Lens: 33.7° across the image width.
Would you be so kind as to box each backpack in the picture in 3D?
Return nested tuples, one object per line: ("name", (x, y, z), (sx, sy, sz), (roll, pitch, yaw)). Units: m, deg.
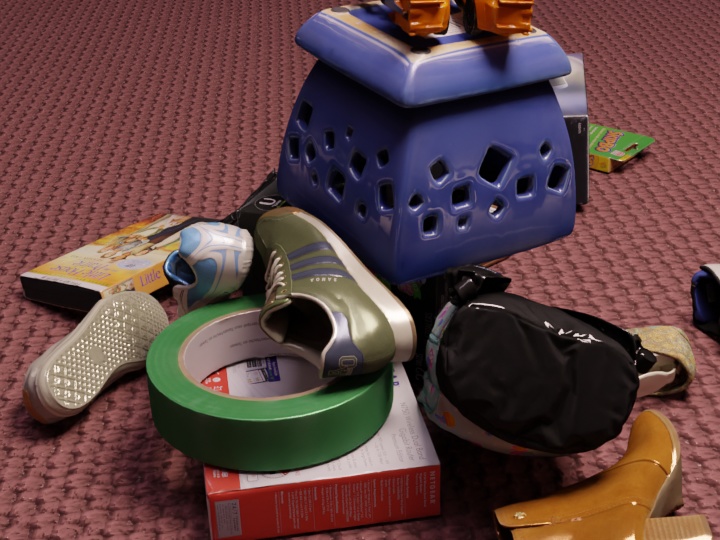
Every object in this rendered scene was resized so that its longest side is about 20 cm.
("backpack", (0.114, 0.075, 0.924), (0.166, 0.127, 0.200), (25, -1, -5))

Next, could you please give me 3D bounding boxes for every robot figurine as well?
("robot figurine", (0.067, -0.239, 0.967), (0.144, 0.059, 0.200), (-2, 30, -11))

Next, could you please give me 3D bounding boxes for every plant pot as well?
("plant pot", (0.057, -0.126, 1.010), (0.199, 0.181, 0.200), (-15, 33, -29))

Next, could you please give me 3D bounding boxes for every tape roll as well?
("tape roll", (-0.072, 0.084, 0.964), (0.198, 0.049, 0.201), (-2, 26, 1))

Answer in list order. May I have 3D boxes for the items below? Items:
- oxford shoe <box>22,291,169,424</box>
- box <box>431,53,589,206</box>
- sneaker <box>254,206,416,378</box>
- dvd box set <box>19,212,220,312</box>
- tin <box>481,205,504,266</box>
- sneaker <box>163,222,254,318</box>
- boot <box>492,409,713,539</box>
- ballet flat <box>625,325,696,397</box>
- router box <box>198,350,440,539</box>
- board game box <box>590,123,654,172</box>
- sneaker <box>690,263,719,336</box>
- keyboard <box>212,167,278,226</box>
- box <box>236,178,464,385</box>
("oxford shoe", (-0.243, 0.077, 1.091), (0.058, 0.075, 0.200), (-30, 10, 31))
("box", (0.180, -0.177, 1.474), (0.198, 0.124, 0.199), (-1, 31, 9))
("sneaker", (-0.048, 0.017, 0.948), (0.089, 0.068, 0.200), (-19, 43, -32))
("dvd box set", (-0.243, -0.012, 1.277), (0.145, 0.030, 0.199), (8, 27, 41))
("tin", (0.086, -0.031, 1.310), (0.199, 0.042, 0.112), (-23, 29, -36))
("sneaker", (-0.147, 0.011, 1.085), (0.072, 0.200, 0.072), (14, 62, -10))
("boot", (0.168, 0.168, 0.873), (0.143, 0.071, 0.201), (-7, 22, 4))
("ballet flat", (0.198, 0.087, 1.040), (0.198, 0.071, 0.071), (-4, 26, -5))
("router box", (-0.041, 0.132, 0.976), (0.178, 0.049, 0.200), (-6, 27, -8))
("board game box", (0.285, -0.173, 1.593), (0.199, 0.030, 0.095), (17, 33, 38))
("sneaker", (0.383, 0.012, 1.152), (0.114, 0.081, 0.199), (12, 31, 22))
("keyboard", (-0.106, -0.061, 1.221), (0.200, 0.021, 0.127), (-43, -10, -2))
("box", (0.000, 0.000, 1.124), (0.198, 0.150, 0.124), (12, 30, 21))
